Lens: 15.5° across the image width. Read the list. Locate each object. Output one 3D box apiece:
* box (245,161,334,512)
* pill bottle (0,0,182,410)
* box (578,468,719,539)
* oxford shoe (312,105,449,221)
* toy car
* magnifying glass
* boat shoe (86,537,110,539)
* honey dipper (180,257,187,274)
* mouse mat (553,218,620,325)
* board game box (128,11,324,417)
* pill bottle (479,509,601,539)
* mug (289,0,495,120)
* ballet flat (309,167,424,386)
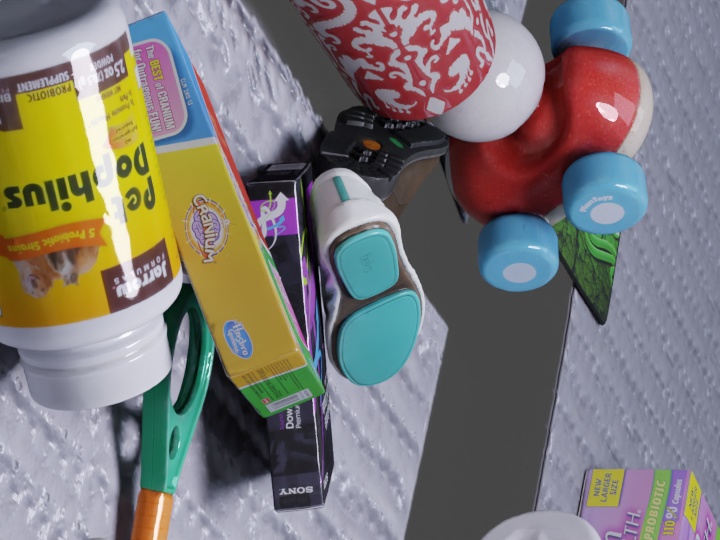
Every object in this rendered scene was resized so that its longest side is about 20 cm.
[{"bbox_3d":[-0.042,0.038,1.642,0.143,0.036,0.201,-72,159,-83],"label":"box"},{"bbox_3d":[-0.154,-0.035,1.357,0.109,0.109,0.201,-48,131,-57],"label":"pill bottle"},{"bbox_3d":[0.252,0.295,2.267,0.200,0.096,0.177,58,38,-48],"label":"box"},{"bbox_3d":[0.004,-0.059,1.789,0.200,0.072,0.085,-39,149,-64],"label":"oxford shoe"},{"bbox_3d":[0.091,-0.121,1.915,0.199,0.177,0.185,26,46,-31],"label":"toy car"},{"bbox_3d":[-0.112,0.107,1.520,0.080,0.022,0.201,35,65,-75],"label":"magnifying glass"},{"bbox_3d":[-0.140,0.246,1.422,0.059,0.072,0.201,-6,89,-52],"label":"boat shoe"},{"bbox_3d":[-0.126,-0.002,1.516,0.200,0.038,0.038,-27,113,-59],"label":"honey dipper"},{"bbox_3d":[0.192,-0.066,2.264,0.200,0.007,0.162,55,41,-53],"label":"mouse mat"},{"bbox_3d":[-0.080,-0.027,1.460,0.153,0.040,0.201,68,1,-79],"label":"board game box"},{"bbox_3d":[0.156,0.289,2.035,0.111,0.110,0.201,-67,146,-43],"label":"pill bottle"},{"bbox_3d":[0.017,-0.214,1.736,0.200,0.133,0.178,58,40,-54],"label":"mug"},{"bbox_3d":[0.000,0.000,1.660,0.200,0.069,0.070,81,19,-60],"label":"ballet flat"}]
